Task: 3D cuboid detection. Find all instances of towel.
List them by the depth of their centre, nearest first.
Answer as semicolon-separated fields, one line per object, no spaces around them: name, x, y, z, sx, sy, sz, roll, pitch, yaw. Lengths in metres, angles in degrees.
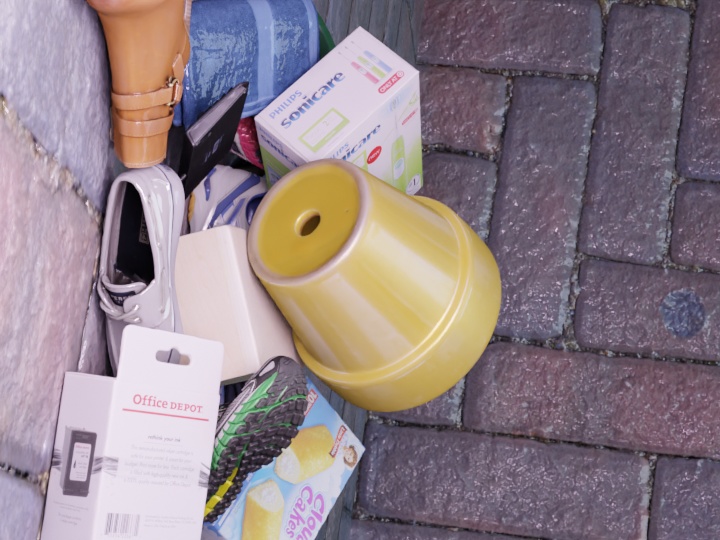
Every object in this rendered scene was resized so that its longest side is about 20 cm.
towel;-0.109;-0.196;1.319;0.199;0.048;0.113;-19;117;-49

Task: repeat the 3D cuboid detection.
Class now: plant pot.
plant pot;0.000;0.000;1.302;0.189;0.199;0.203;43;48;-45

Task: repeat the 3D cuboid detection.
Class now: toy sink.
toy sink;-0.134;0.040;1.320;0.200;0.111;0.132;11;66;-80

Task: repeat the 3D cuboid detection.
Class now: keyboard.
keyboard;-0.149;-0.097;1.258;0.127;0.021;0.200;-50;180;-15

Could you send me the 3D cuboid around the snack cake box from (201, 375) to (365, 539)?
snack cake box;-0.088;0.222;1.471;0.115;0.067;0.201;51;50;-23

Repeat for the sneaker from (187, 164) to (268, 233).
sneaker;-0.138;-0.009;1.457;0.075;0.087;0.203;70;28;-78

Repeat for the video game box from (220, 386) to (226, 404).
video game box;-0.168;0.170;1.547;0.182;0.046;0.203;-66;161;-75

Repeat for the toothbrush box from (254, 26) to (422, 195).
toothbrush box;-0.017;-0.115;1.414;0.145;0.086;0.201;-42;155;-19

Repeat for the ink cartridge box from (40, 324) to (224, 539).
ink cartridge box;-0.180;0.148;1.140;0.115;0.066;0.203;15;80;-49

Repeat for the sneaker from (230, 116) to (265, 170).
sneaker;-0.136;-0.166;1.405;0.081;0.074;0.200;-59;148;-20

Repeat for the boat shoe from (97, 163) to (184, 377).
boat shoe;-0.185;0.013;1.179;0.066;0.071;0.202;-26;129;-64

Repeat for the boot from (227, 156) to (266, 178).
boot;-0.090;-0.110;1.585;0.201;0.074;0.097;-54;162;-1

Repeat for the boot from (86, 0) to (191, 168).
boot;-0.173;-0.157;1.113;0.200;0.073;0.157;-33;134;-78

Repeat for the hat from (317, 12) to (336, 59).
hat;-0.132;-0.218;1.595;0.200;0.175;0.166;47;31;-24

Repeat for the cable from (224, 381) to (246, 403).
cable;-0.113;0.060;1.576;0.201;0.050;0.165;-67;157;-55

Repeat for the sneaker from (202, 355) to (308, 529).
sneaker;-0.121;0.137;1.214;0.200;0.086;0.078;-46;150;26
